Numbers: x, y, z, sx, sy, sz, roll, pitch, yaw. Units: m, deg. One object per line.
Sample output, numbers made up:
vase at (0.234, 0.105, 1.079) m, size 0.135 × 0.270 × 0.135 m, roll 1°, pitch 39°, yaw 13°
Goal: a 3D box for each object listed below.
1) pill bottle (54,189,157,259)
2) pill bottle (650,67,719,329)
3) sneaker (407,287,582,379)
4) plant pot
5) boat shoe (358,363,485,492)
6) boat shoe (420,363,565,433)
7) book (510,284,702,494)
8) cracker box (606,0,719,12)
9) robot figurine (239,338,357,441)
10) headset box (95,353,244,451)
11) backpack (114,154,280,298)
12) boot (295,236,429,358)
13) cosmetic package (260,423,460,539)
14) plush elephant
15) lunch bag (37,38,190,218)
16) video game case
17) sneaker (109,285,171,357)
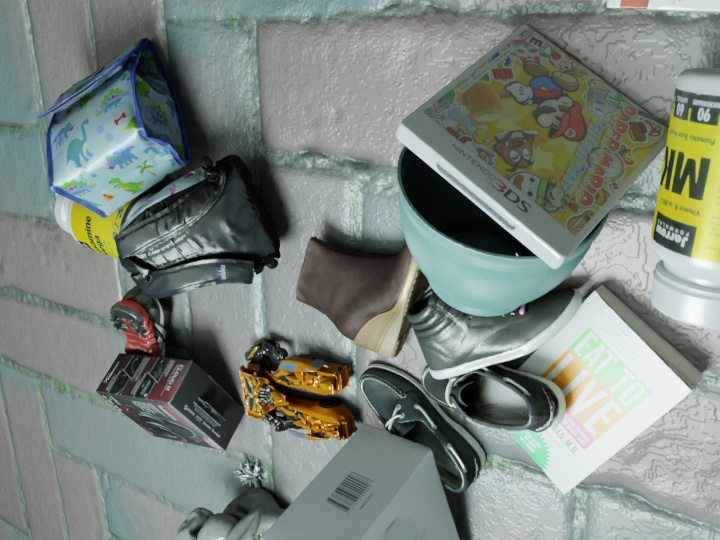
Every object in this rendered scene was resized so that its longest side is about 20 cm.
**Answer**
pill bottle at (-0.373, -0.078, 1.022) m, size 0.197 × 0.112 × 0.115 m, roll 15°, pitch 115°, yaw 29°
pill bottle at (0.310, -0.061, 0.561) m, size 0.113 × 0.114 × 0.204 m, roll 12°, pitch 113°, yaw 30°
sneaker at (0.134, 0.044, 0.726) m, size 0.198 × 0.071 × 0.100 m, roll -27°, pitch 106°, yaw 31°
plant pot at (0.129, -0.041, 0.660) m, size 0.198 × 0.200 × 0.136 m, roll 30°, pitch 144°, yaw 22°
boat shoe at (0.069, 0.198, 0.850) m, size 0.198 × 0.060 × 0.077 m, roll 34°, pitch 123°, yaw 20°
boat shoe at (0.134, 0.140, 0.759) m, size 0.198 × 0.060 × 0.076 m, roll 12°, pitch 100°, yaw 49°
book at (0.242, 0.132, 0.724) m, size 0.134 × 0.048 × 0.201 m, roll 47°, pitch 127°, yaw 19°
cracker box at (0.308, -0.274, 0.522) m, size 0.197 × 0.057 × 0.137 m, roll 15°, pitch 114°, yaw 30°
robot figurine at (-0.099, 0.177, 0.959) m, size 0.197 × 0.058 × 0.148 m, roll 2°, pitch 107°, yaw 33°
headset box at (-0.292, 0.207, 1.051) m, size 0.197 × 0.078 × 0.150 m, roll 1°, pitch 141°, yaw 34°
backpack at (-0.220, -0.047, 0.891) m, size 0.197 × 0.127 × 0.169 m, roll -24°, pitch 100°, yaw 5°
boot at (0.000, 0.000, 0.819) m, size 0.165 × 0.072 × 0.203 m, roll 31°, pitch 125°, yaw 19°
cosmetic package at (0.012, 0.342, 0.817) m, size 0.122 × 0.199 × 0.203 m, roll 8°, pitch 128°, yaw 43°
plush elephant at (-0.191, 0.423, 1.048) m, size 0.163 × 0.154 × 0.204 m, roll -13°, pitch 100°, yaw 36°
lunch bag at (-0.343, -0.209, 0.922) m, size 0.168 × 0.127 × 0.203 m, roll -26°, pitch 60°, yaw 16°
video game case at (0.160, -0.122, 0.598) m, size 0.182 × 0.200 × 0.023 m, roll 42°, pitch 152°, yaw 14°
sneaker at (-0.348, 0.095, 1.094) m, size 0.069 × 0.099 × 0.202 m, roll 15°, pitch 140°, yaw 9°
